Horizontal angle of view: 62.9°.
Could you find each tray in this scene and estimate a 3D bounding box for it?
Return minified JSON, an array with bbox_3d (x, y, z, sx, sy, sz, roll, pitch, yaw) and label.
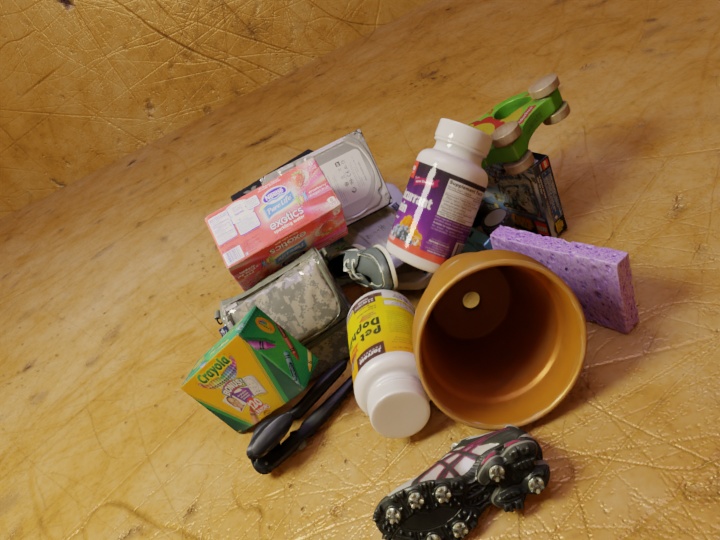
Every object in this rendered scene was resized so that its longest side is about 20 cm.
[{"bbox_3d":[0.037,-0.066,1.007,0.106,0.022,0.200,-34,33,-8],"label":"tray"}]

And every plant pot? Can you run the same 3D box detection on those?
[{"bbox_3d":[0.155,0.061,0.741,0.196,0.204,0.184,-24,16,6],"label":"plant pot"}]

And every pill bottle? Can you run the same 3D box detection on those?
[{"bbox_3d":[0.118,-0.106,0.849,0.111,0.109,0.205,34,108,56],"label":"pill bottle"},{"bbox_3d":[0.039,0.124,0.800,0.107,0.111,0.202,-23,31,7],"label":"pill bottle"}]

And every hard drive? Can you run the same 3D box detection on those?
[{"bbox_3d":[-0.058,-0.136,1.016,0.196,0.143,0.038,-26,1,-5],"label":"hard drive"}]

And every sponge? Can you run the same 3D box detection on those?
[{"bbox_3d":[0.267,0.007,0.787,0.030,0.113,0.198,-40,34,-21],"label":"sponge"}]

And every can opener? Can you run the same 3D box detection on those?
[{"bbox_3d":[-0.076,0.206,0.828,0.198,0.064,0.078,-35,4,-30],"label":"can opener"}]

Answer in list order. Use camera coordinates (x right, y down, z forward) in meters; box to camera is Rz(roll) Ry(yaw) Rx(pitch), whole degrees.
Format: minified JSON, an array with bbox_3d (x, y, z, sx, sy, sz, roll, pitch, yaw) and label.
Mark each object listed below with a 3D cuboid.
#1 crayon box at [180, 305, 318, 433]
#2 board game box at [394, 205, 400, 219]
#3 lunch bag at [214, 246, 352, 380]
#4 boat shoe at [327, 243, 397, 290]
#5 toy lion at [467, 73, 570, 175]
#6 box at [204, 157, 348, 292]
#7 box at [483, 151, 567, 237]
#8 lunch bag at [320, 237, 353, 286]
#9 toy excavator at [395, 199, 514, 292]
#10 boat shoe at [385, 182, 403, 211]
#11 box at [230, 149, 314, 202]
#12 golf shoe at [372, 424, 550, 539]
[{"bbox_3d":[-0.162,0.148,0.842,0.199,0.118,0.059,-39,16,41],"label":"crayon box"},{"bbox_3d":[0.123,-0.129,1.030,0.100,0.020,0.201,-13,21,18],"label":"board game box"},{"bbox_3d":[-0.111,0.075,0.932,0.197,0.170,0.140,-30,31,-4],"label":"lunch bag"},{"bbox_3d":[0.000,0.000,0.919,0.060,0.075,0.199,-19,14,-17],"label":"boat shoe"},{"bbox_3d":[0.210,-0.217,0.946,0.201,0.069,0.189,-49,28,-24],"label":"toy lion"},{"bbox_3d":[-0.129,-0.071,0.926,0.197,0.095,0.104,-30,67,-6],"label":"box"},{"bbox_3d":[0.249,-0.141,0.991,0.039,0.139,0.199,-35,32,-13],"label":"box"},{"bbox_3d":[-0.045,-0.039,1.129,0.195,0.084,0.163,-21,33,11],"label":"lunch bag"},{"bbox_3d":[0.143,-0.017,0.949,0.199,0.101,0.194,-42,31,-6],"label":"toy excavator"},{"bbox_3d":[0.084,-0.078,1.100,0.071,0.068,0.202,-33,52,-2],"label":"boat shoe"},{"bbox_3d":[-0.129,-0.129,1.145,0.194,0.119,0.200,-33,26,-11],"label":"box"},{"bbox_3d":[0.106,0.235,0.642,0.195,0.079,0.088,-23,11,3],"label":"golf shoe"}]
